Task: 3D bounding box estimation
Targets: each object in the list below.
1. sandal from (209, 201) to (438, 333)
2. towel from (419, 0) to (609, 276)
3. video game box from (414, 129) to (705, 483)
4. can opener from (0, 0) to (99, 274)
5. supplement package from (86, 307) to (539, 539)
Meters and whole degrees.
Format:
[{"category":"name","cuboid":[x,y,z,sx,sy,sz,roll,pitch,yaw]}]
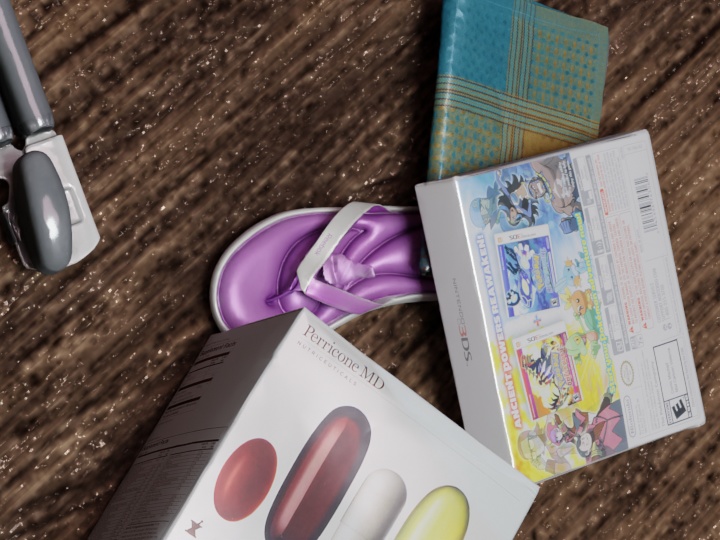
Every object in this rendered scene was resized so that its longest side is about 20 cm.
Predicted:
[{"category":"sandal","cuboid":[-0.002,-0.007,1.768,0.202,0.050,0.083,-15,88,-29]},{"category":"towel","cuboid":[0.099,-0.080,1.826,0.146,0.022,0.201,17,74,-39]},{"category":"video game box","cuboid":[0.130,0.024,1.798,0.182,0.047,0.201,-15,95,-43]},{"category":"can opener","cuboid":[-0.205,-0.095,1.681,0.052,0.066,0.201,-19,85,-26]},{"category":"supplement package","cuboid":[-0.039,0.163,1.668,0.191,0.147,0.201,37,69,-16]}]
